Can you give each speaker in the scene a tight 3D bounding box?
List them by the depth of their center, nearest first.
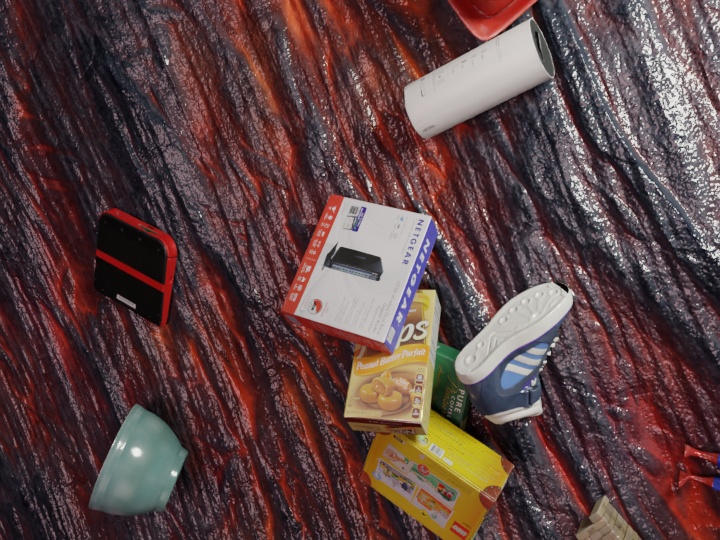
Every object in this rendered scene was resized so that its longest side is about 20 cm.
[{"bbox_3d":[0.157,-0.254,0.962,0.196,0.081,0.083,-22,89,31],"label":"speaker"}]

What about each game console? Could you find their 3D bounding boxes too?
[{"bbox_3d":[-0.438,-0.009,1.386,0.196,0.031,0.182,24,115,25],"label":"game console"}]

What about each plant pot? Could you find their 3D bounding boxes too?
[{"bbox_3d":[-0.410,0.378,1.365,0.131,0.201,0.204,24,114,-6],"label":"plant pot"}]

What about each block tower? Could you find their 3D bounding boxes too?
[{"bbox_3d":[0.380,0.415,0.982,0.058,0.054,0.201,-45,77,28],"label":"block tower"}]

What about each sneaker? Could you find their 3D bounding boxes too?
[{"bbox_3d":[0.236,0.128,1.007,0.199,0.081,0.147,-39,119,-1],"label":"sneaker"}]

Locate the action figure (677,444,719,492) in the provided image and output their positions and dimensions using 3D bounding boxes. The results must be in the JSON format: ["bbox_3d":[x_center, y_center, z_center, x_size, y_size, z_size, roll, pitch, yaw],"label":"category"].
[{"bbox_3d":[0.492,0.279,0.868,0.195,0.098,0.067,10,106,25],"label":"action figure"}]

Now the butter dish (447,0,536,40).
[{"bbox_3d":[0.162,-0.429,0.872,0.198,0.147,0.202,-37,81,17],"label":"butter dish"}]

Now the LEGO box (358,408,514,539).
[{"bbox_3d":[0.108,0.301,1.070,0.197,0.077,0.151,32,132,16],"label":"LEGO box"}]

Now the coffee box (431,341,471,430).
[{"bbox_3d":[0.083,0.163,1.108,0.196,0.044,0.127,19,109,26],"label":"coffee box"}]

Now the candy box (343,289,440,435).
[{"bbox_3d":[0.049,0.129,1.037,0.112,0.056,0.205,0,60,17],"label":"candy box"}]

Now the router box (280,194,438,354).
[{"bbox_3d":[0.000,0.000,1.059,0.175,0.049,0.204,13,70,26],"label":"router box"}]
